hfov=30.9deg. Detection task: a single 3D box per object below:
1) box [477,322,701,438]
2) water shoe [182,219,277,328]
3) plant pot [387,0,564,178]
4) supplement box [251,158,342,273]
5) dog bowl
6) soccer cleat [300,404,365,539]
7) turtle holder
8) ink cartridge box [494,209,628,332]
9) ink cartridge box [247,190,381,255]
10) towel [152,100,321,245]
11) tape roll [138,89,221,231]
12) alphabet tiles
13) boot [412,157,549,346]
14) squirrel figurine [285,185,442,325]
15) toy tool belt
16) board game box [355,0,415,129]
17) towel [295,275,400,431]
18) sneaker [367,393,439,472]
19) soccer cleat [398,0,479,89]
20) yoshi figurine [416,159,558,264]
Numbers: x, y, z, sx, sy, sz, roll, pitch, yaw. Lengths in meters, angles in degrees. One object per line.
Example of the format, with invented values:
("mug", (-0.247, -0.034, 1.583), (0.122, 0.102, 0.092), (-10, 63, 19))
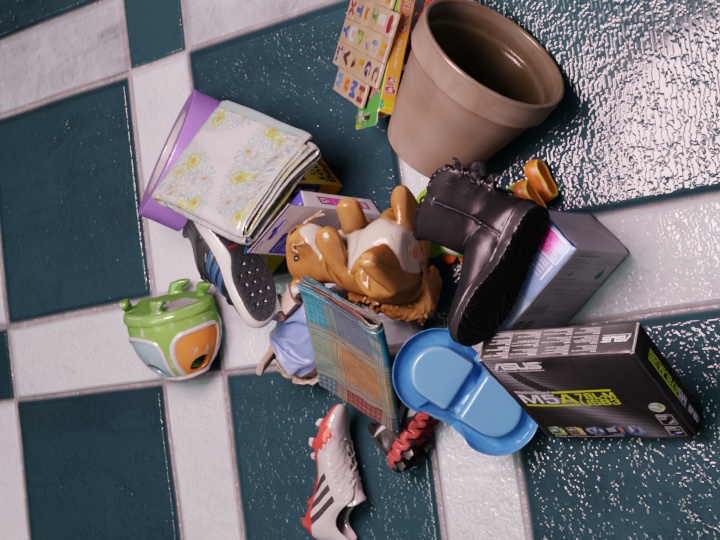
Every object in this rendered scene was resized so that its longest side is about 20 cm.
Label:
("box", (0.269, 0.133, 1.517), (0.200, 0.193, 0.048), (-5, 55, 36))
("water shoe", (-0.180, -0.001, 1.798), (0.079, 0.071, 0.200), (-46, 64, 46))
("plant pot", (0.124, -0.210, 1.622), (0.200, 0.200, 0.174), (54, 129, 23))
("supplement box", (-0.141, -0.091, 1.863), (0.200, 0.109, 0.109), (-49, 64, 27))
("dog bowl", (0.131, 0.150, 1.642), (0.200, 0.050, 0.112), (33, 91, -5))
("soccer cleat", (-0.028, 0.284, 1.806), (0.085, 0.069, 0.200), (16, 103, 27))
("turtle holder", (-0.294, 0.094, 1.963), (0.185, 0.141, 0.132), (-7, 103, 28))
("ink cartridge box", (0.211, 0.024, 1.584), (0.076, 0.136, 0.200), (50, 117, 28))
("ink cartridge box", (-0.065, -0.060, 1.750), (0.095, 0.200, 0.037), (-47, 64, 26))
("towel", (-0.167, -0.133, 1.733), (0.200, 0.048, 0.171), (25, 71, 39))
("tape roll", (-0.255, -0.160, 1.900), (0.200, 0.066, 0.200), (-58, 17, 29))
("alphabet tiles", (0.006, -0.310, 1.747), (0.200, 0.006, 0.167), (-134, 58, -64))
("boot", (0.121, -0.027, 1.535), (0.162, 0.073, 0.199), (32, 97, 45))
("squirrel figurine", (0.000, 0.000, 1.683), (0.186, 0.200, 0.142), (-8, 49, 34))
("toy tool belt", (-0.060, 0.068, 1.794), (0.125, 0.123, 0.200), (47, 116, 21))
("board game box", (0.034, -0.284, 1.714), (0.096, 0.030, 0.200), (-173, 97, -73))
("towel", (-0.014, 0.110, 1.670), (0.147, 0.022, 0.200), (29, 144, 35))
("sneaker", (0.075, 0.170, 1.728), (0.098, 0.071, 0.201), (43, 116, 26))
("soccer cleat", (0.093, -0.283, 1.715), (0.069, 0.085, 0.200), (-96, 24, -46))
("yoshi figurine", (0.143, -0.083, 1.662), (0.200, 0.112, 0.112), (-25, 60, 37))
